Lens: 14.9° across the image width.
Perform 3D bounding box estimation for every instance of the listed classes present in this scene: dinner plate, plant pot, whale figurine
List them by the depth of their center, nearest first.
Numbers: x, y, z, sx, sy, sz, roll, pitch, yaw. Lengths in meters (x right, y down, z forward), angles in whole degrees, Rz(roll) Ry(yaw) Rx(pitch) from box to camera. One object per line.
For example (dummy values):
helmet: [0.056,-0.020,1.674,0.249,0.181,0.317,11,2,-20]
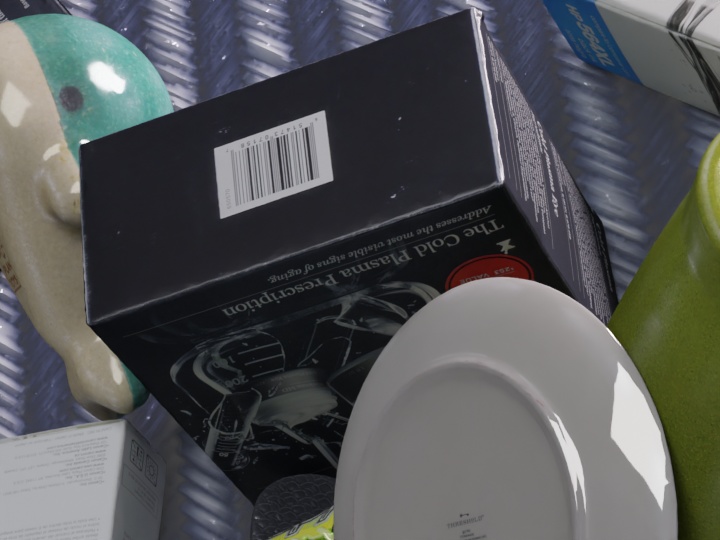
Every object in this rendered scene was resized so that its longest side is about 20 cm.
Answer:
plant pot: [0.179,0.041,1.088,0.199,0.193,0.201,4,45,-4]
dinner plate: [0.047,0.103,1.098,0.200,0.024,0.201,-3,86,49]
whale figurine: [-0.129,-0.029,1.344,0.103,0.159,0.201,-19,86,-16]

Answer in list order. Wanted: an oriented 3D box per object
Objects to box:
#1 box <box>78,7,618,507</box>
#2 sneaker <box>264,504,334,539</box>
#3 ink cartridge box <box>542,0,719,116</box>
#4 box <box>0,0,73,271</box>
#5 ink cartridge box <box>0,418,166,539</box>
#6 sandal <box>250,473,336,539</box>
box: [0.000,0.000,1.259,0.199,0.182,0.104,-19,53,15]
sneaker: [0.000,0.124,1.213,0.199,0.077,0.076,-26,58,-13]
ink cartridge box: [0.206,-0.145,1.315,0.200,0.084,0.146,27,74,36]
box: [-0.234,-0.077,1.476,0.200,0.104,0.148,-40,51,-2]
ink cartridge box: [-0.158,0.174,1.305,0.109,0.050,0.201,-11,54,21]
sandal: [-0.028,0.185,1.242,0.076,0.043,0.201,10,51,5]
